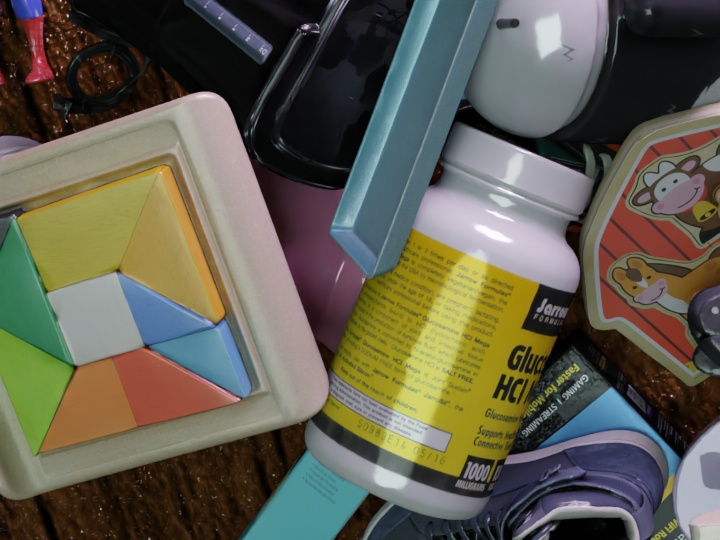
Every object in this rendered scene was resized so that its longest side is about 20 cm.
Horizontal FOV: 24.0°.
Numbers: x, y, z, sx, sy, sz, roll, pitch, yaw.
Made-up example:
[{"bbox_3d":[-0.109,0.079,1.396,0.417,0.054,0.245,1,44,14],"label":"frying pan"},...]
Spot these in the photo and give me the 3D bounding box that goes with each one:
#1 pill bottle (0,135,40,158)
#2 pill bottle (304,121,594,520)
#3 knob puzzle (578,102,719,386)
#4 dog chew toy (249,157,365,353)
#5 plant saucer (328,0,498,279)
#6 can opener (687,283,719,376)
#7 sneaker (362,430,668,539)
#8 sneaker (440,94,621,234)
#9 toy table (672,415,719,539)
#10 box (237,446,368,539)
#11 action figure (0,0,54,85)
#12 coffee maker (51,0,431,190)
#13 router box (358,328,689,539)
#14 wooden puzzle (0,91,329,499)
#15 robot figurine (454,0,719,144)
[{"bbox_3d":[-0.182,-0.005,1.043,0.200,0.113,0.115,35,116,48],"label":"pill bottle"},{"bbox_3d":[0.054,0.026,0.940,0.112,0.112,0.202,23,97,9],"label":"pill bottle"},{"bbox_3d":[0.211,-0.020,0.957,0.217,0.031,0.221,-8,135,-8],"label":"knob puzzle"},{"bbox_3d":[0.000,0.000,1.041,0.198,0.125,0.126,19,108,1],"label":"dog chew toy"},{"bbox_3d":[0.034,-0.097,0.894,0.019,0.070,0.202,12,107,-26],"label":"plant saucer"},{"bbox_3d":[0.280,0.013,0.948,0.198,0.079,0.064,-18,90,9],"label":"can opener"},{"bbox_3d":[0.078,0.162,0.984,0.201,0.146,0.077,-23,100,18],"label":"sneaker"},{"bbox_3d":[0.130,-0.051,1.008,0.198,0.080,0.072,21,105,9],"label":"sneaker"},{"bbox_3d":[0.273,0.133,0.937,0.198,0.117,0.186,-17,92,13],"label":"toy table"},{"bbox_3d":[-0.028,0.144,1.097,0.049,0.082,0.201,36,109,1],"label":"box"},{"bbox_3d":[-0.246,-0.215,1.067,0.065,0.099,0.202,-4,100,15],"label":"action figure"},{"bbox_3d":[-0.067,-0.133,0.985,0.200,0.134,0.193,43,128,36],"label":"coffee maker"},{"bbox_3d":[0.117,0.159,1.077,0.149,0.051,0.200,45,108,1],"label":"router box"},{"bbox_3d":[-0.137,0.020,0.911,0.198,0.037,0.187,-17,103,11],"label":"wooden puzzle"},{"bbox_3d":[0.145,-0.134,0.936,0.198,0.126,0.151,0,143,-24],"label":"robot figurine"}]
